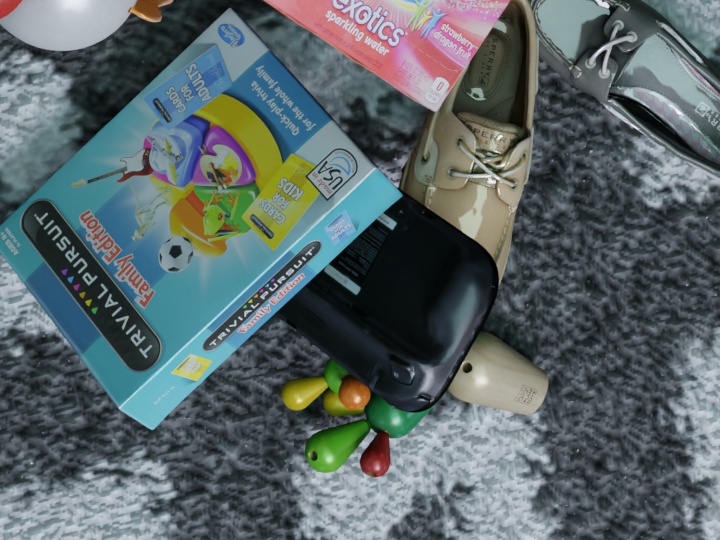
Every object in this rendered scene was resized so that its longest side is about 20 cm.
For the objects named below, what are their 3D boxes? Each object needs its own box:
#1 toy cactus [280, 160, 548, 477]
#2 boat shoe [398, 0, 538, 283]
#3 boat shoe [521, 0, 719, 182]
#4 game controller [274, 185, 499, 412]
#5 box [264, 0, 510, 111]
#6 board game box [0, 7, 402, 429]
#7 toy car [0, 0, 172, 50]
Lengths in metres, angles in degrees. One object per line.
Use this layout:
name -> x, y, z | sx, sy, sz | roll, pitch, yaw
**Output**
toy cactus -> 0.046, 0.045, 1.394 | 0.165, 0.102, 0.201 | 23, 88, -24
boat shoe -> 0.065, -0.070, 1.333 | 0.071, 0.065, 0.201 | 10, 72, -12
boat shoe -> 0.184, -0.115, 1.386 | 0.200, 0.057, 0.067 | 35, 96, -15
game controller -> 0.000, 0.000, 1.323 | 0.042, 0.200, 0.104 | 34, 92, -46
box -> -0.015, -0.187, 1.280 | 0.200, 0.095, 0.103 | 28, 99, -42
board game box -> -0.099, -0.032, 1.321 | 0.200, 0.047, 0.151 | -43, 61, 2
toy car -> -0.198, -0.188, 1.284 | 0.200, 0.177, 0.185 | 14, 117, -41
